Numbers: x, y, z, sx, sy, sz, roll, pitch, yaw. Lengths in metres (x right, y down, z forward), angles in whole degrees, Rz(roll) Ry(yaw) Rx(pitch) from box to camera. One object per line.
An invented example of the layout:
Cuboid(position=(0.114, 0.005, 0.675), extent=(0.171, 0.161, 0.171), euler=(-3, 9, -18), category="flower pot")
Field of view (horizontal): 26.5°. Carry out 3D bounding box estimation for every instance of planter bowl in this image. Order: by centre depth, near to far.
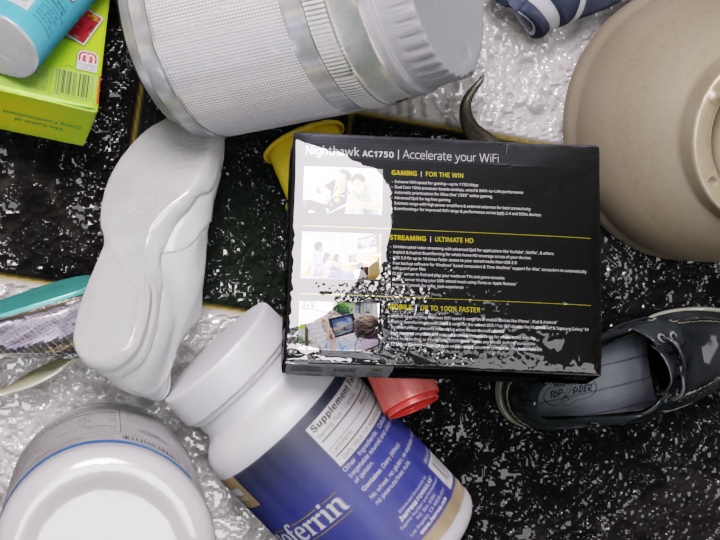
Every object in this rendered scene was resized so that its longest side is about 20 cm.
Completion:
Cuboid(position=(0.253, -0.096, 1.041), extent=(0.199, 0.135, 0.201), euler=(-2, 100, -12), category="planter bowl")

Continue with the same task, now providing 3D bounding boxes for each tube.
Cuboid(position=(-0.181, -0.207, 0.980), extent=(0.077, 0.050, 0.200), euler=(36, 53, -12), category="tube")

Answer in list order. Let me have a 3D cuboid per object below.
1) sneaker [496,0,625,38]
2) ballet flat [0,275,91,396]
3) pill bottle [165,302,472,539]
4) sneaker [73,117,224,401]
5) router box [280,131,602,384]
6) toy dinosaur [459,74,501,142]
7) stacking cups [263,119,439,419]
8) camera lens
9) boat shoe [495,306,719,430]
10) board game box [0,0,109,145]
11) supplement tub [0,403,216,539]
Cuboid(position=(0.120, -0.249, 1.030), extent=(0.108, 0.070, 0.201), euler=(-29, 125, -4), category="sneaker")
Cuboid(position=(-0.262, 0.055, 1.007), extent=(0.199, 0.072, 0.072), euler=(-10, 94, -8), category="ballet flat")
Cuboid(position=(-0.029, 0.124, 1.025), extent=(0.116, 0.116, 0.200), euler=(-44, 98, -5), category="pill bottle")
Cuboid(position=(-0.129, -0.010, 1.023), extent=(0.075, 0.089, 0.201), euler=(2, 62, 30), category="sneaker")
Cuboid(position=(0.052, -0.007, 0.968), extent=(0.199, 0.051, 0.150), euler=(3, 79, -4), category="router box")
Cuboid(position=(0.093, -0.030, 1.045), extent=(0.077, 0.102, 0.201), euler=(12, 91, -10), category="toy dinosaur")
Cuboid(position=(0.000, 0.000, 1.023), extent=(0.060, 0.061, 0.201), euler=(-22, 79, -8), category="stacking cups")
Cuboid(position=(-0.040, -0.174, 0.956), extent=(0.199, 0.160, 0.161), euler=(-8, 95, 24), category="camera lens")
Cuboid(position=(0.198, 0.072, 1.086), extent=(0.198, 0.066, 0.075), euler=(-7, 94, -9), category="boat shoe")
Cuboid(position=(-0.265, -0.153, 0.970), extent=(0.199, 0.048, 0.102), euler=(11, 61, -19), category="board game box")
Cuboid(position=(-0.160, 0.160, 0.960), extent=(0.131, 0.200, 0.133), euler=(0, 92, -10), category="supplement tub")
